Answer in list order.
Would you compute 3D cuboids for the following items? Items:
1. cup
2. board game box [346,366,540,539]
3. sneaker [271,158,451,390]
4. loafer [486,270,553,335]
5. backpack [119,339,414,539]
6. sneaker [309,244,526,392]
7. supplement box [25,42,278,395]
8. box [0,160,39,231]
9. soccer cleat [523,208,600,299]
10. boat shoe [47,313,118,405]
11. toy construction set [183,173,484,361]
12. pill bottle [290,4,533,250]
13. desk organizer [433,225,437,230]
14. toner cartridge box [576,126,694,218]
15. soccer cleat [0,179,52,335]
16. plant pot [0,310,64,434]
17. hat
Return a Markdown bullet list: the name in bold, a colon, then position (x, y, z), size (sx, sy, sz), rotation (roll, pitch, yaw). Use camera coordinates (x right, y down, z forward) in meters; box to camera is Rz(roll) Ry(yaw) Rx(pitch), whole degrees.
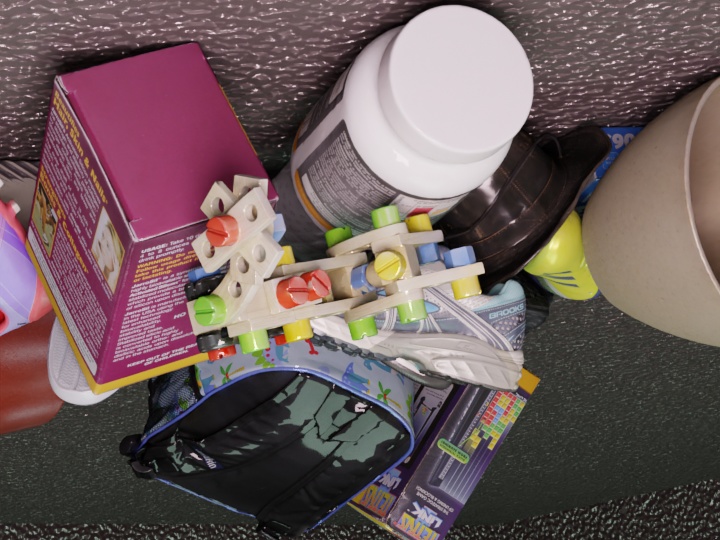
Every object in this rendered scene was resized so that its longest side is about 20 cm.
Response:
- **cup**: position (0.246, -0.031, 1.460), size (0.199, 0.202, 0.143), rotation (7, 165, -41)
- **board game box**: position (0.046, 0.130, 1.660), size (0.057, 0.166, 0.200), rotation (33, 175, -21)
- **sneaker**: position (0.010, -0.012, 1.449), size (0.200, 0.116, 0.075), rotation (38, -178, 9)
- **loafer**: position (0.113, 0.032, 1.634), size (0.070, 0.068, 0.200), rotation (-48, 173, 8)
- **backpack**: position (-0.057, 0.095, 1.592), size (0.182, 0.148, 0.200), rotation (29, 137, -27)
- **sneaker**: position (0.021, 0.020, 1.377), size (0.199, 0.087, 0.078), rotation (16, 173, -17)
- **supplement box**: position (-0.141, -0.031, 1.315), size (0.103, 0.132, 0.200), rotation (-17, 155, -24)
- **box**: position (-0.287, -0.040, 1.500), size (0.198, 0.069, 0.082), rotation (0, 166, -21)
- **soccer cleat**: position (0.164, -0.014, 1.555), size (0.083, 0.065, 0.200), rotation (26, 178, 7)
- **boat shoe**: position (-0.165, 0.025, 1.445), size (0.073, 0.201, 0.067), rotation (15, 143, 10)
- **toy construction set**: position (-0.031, 0.004, 1.230), size (0.131, 0.093, 0.199), rotation (-17, 161, 40)
- **pill bottle**: position (0.032, -0.091, 1.302), size (0.115, 0.117, 0.200), rotation (-1, 167, -18)
- **desk organizer**: position (0.056, -0.018, 1.698), size (0.071, 0.078, 0.200), rotation (-5, 166, -2)
- **toner cartridge box**: position (0.201, -0.065, 1.628), size (0.094, 0.044, 0.200), rotation (-3, 166, -12)
- **soccer cleat**: position (-0.271, -0.029, 1.402), size (0.076, 0.067, 0.200), rotation (-38, 138, -7)
- **plant pot**: position (-0.360, 0.067, 1.694), size (0.194, 0.202, 0.200), rotation (-5, 170, -40)
- **hat**: position (0.087, -0.062, 1.483), size (0.081, 0.201, 0.200), rotation (43, 147, -15)
